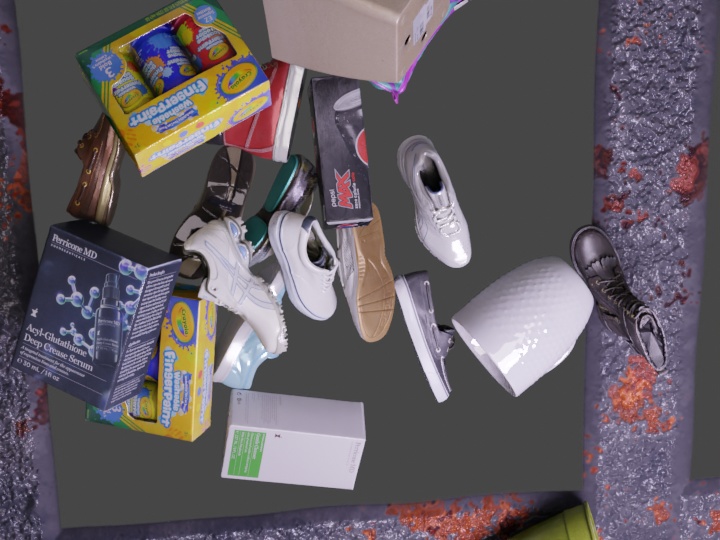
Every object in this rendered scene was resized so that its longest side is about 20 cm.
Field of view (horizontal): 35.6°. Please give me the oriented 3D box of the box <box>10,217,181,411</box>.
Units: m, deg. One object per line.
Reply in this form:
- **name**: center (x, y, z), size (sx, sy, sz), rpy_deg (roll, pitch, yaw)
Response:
- **box**: center (-0.343, 0.055, 1.461), size (0.147, 0.107, 0.202), rpy_deg (22, 102, 12)

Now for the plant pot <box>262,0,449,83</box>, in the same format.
- **plant pot**: center (0.008, -0.353, 1.389), size (0.176, 0.200, 0.201), rpy_deg (28, 69, 14)

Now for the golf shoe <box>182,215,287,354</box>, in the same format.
- **golf shoe**: center (-0.170, 0.031, 1.505), size (0.096, 0.078, 0.202), rpy_deg (-26, 89, -24)

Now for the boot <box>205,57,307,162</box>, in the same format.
- **boot**: center (-0.147, -0.261, 1.524), size (0.142, 0.072, 0.203), rpy_deg (14, 96, 1)

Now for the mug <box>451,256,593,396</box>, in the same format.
- **mug**: center (0.253, 0.084, 1.635), size (0.175, 0.148, 0.201), rpy_deg (-40, 136, -4)

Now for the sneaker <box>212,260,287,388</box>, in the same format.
- **sneaker**: center (-0.143, 0.081, 1.614), size (0.081, 0.074, 0.201), rpy_deg (26, 105, -27)

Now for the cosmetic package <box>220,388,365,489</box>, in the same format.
- **cosmetic package**: center (-0.098, 0.246, 1.635), size (0.197, 0.085, 0.109), rpy_deg (7, 124, -8)

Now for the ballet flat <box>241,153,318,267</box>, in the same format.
- **ballet flat**: center (-0.119, -0.066, 1.578), size (0.072, 0.072, 0.201), rpy_deg (33, 99, -14)

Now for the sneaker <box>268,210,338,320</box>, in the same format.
- **sneaker**: center (-0.066, 0.001, 1.558), size (0.073, 0.070, 0.201), rpy_deg (-60, 144, -30)

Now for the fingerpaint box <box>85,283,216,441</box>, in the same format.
- **fingerpaint box**: center (-0.291, 0.119, 1.559), size (0.164, 0.073, 0.203), rpy_deg (9, 103, 13)

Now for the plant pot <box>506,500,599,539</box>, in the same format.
- **plant pot**: center (0.282, 0.475, 1.715), size (0.190, 0.201, 0.203), rpy_deg (-16, 106, 9)

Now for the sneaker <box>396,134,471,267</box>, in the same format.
- **sneaker**: center (0.107, -0.090, 1.588), size (0.074, 0.087, 0.202), rpy_deg (-26, 107, -2)

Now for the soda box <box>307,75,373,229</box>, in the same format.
- **soda box**: center (-0.027, -0.161, 1.531), size (0.070, 0.063, 0.203), rpy_deg (-6, 85, -6)

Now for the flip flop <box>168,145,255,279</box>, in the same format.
- **flip flop**: center (-0.204, -0.081, 1.569), size (0.080, 0.058, 0.202), rpy_deg (21, 86, -8)

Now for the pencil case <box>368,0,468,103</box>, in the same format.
- **pencil case**: center (0.074, -0.335, 1.522), size (0.092, 0.085, 0.201), rpy_deg (39, 98, 12)

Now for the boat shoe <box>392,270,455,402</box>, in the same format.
- **boat shoe**: center (0.106, 0.093, 1.649), size (0.065, 0.070, 0.202), rpy_deg (-20, 98, 0)

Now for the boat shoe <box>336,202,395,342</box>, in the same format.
- **boat shoe**: center (0.000, 0.000, 1.610), size (0.070, 0.069, 0.203), rpy_deg (-11, 99, -38)

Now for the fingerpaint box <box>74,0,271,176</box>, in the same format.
- **fingerpaint box**: center (-0.240, -0.247, 1.451), size (0.198, 0.073, 0.168), rpy_deg (-30, 75, -11)

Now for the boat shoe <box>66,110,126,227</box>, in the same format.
- **boat shoe**: center (-0.353, -0.161, 1.516), size (0.067, 0.072, 0.203), rpy_deg (12, 99, -5)

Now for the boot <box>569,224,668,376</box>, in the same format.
- **boot**: center (0.380, 0.038, 1.611), size (0.069, 0.174, 0.202), rpy_deg (-27, 106, 0)
